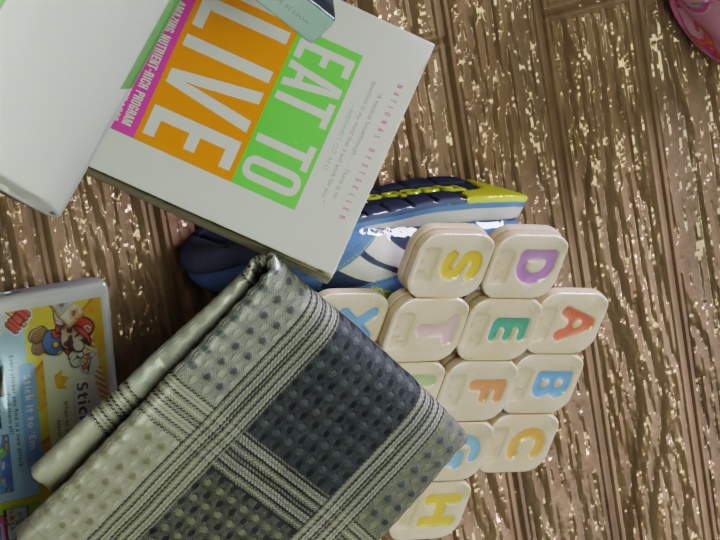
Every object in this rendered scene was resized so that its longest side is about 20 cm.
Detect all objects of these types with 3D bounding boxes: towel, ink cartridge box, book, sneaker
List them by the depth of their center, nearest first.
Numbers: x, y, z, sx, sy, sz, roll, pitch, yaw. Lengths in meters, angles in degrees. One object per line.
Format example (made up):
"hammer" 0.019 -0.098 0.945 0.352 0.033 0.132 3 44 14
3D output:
"ink cartridge box" -0.177 -0.121 1.412 0.084 0.200 0.145 31 86 -31
"book" -0.079 -0.095 1.518 0.199 0.048 0.134 24 84 -2
"towel" -0.063 0.107 1.560 0.200 0.035 0.193 -46 132 2
"sneaker" 0.000 0.000 1.601 0.199 0.074 0.083 -6 107 -24

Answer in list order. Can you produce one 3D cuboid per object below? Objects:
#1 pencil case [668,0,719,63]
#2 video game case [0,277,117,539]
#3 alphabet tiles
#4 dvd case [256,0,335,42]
"pencil case" 0.264 -0.200 1.702 0.200 0.087 0.088 -46 116 -15
"video game case" -0.207 0.115 1.537 0.181 0.023 0.201 -10 102 -27
"alphabet tiles" 0.040 0.063 1.615 0.195 0.015 0.201 1 121 -35
"dvd case" -0.074 -0.211 1.471 0.146 0.200 0.022 36 116 -29
